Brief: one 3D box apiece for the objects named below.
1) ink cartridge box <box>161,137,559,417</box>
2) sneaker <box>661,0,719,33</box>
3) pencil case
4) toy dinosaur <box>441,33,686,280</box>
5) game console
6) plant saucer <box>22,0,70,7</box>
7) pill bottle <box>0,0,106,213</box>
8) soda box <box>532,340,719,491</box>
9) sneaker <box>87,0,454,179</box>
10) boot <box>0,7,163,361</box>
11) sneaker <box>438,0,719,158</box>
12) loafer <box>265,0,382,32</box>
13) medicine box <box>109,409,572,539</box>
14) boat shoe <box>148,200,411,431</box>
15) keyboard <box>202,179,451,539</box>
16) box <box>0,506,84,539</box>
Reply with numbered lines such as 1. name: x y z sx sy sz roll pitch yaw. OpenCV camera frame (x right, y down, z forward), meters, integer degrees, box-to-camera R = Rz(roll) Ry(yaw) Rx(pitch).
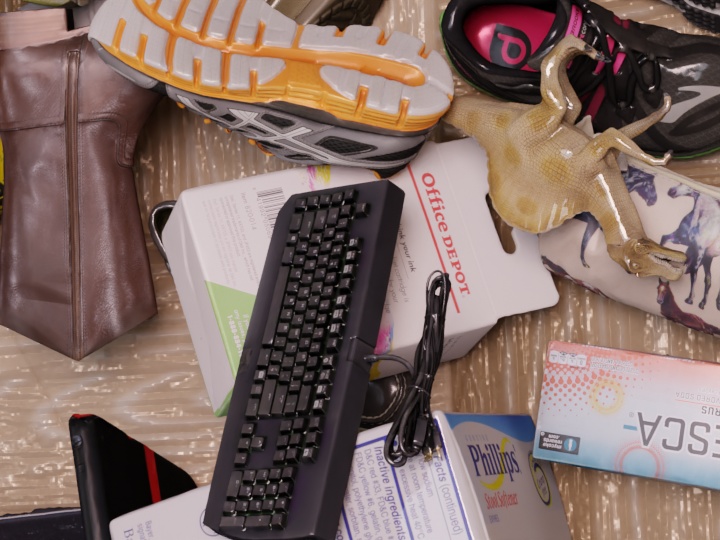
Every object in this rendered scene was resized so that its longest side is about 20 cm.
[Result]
1. ink cartridge box: 0.000 0.000 1.013 0.198 0.067 0.118 -12 73 -20
2. sneaker: 0.165 -0.198 1.013 0.198 0.074 0.081 26 79 15
3. pencil case: 0.189 -0.011 0.954 0.199 0.078 0.090 22 131 31
4. toy dinosaur: 0.096 -0.073 0.938 0.199 0.058 0.102 37 101 29
5. game console: -0.115 0.193 0.999 0.031 0.177 0.202 -17 68 11
6. plant saucer: -0.124 -0.226 1.062 0.199 0.200 0.048 -28 110 11
7. pill bottle: -0.212 -0.102 1.111 0.199 0.104 0.105 -27 77 16
8. soda box: 0.198 0.085 0.969 0.198 0.063 0.069 8 88 21
9. sneaker: -0.052 -0.098 0.966 0.198 0.078 0.079 17 53 0
10. boot: -0.126 -0.051 1.034 0.184 0.064 0.203 -1 98 7
11. sneaker: 0.132 -0.113 1.000 0.198 0.084 0.078 13 90 20
12. loafer: -0.022 -0.177 1.071 0.067 0.076 0.200 43 94 22
13. medicine box: -0.003 0.152 0.972 0.198 0.182 0.104 -19 79 17
14. boat shoe: -0.052 0.027 1.063 0.200 0.066 0.072 40 98 19
15. keyboard: -0.009 0.042 0.899 0.126 0.021 0.202 -4 59 28
16. box: -0.221 0.245 1.025 0.198 0.122 0.203 -21 74 61
